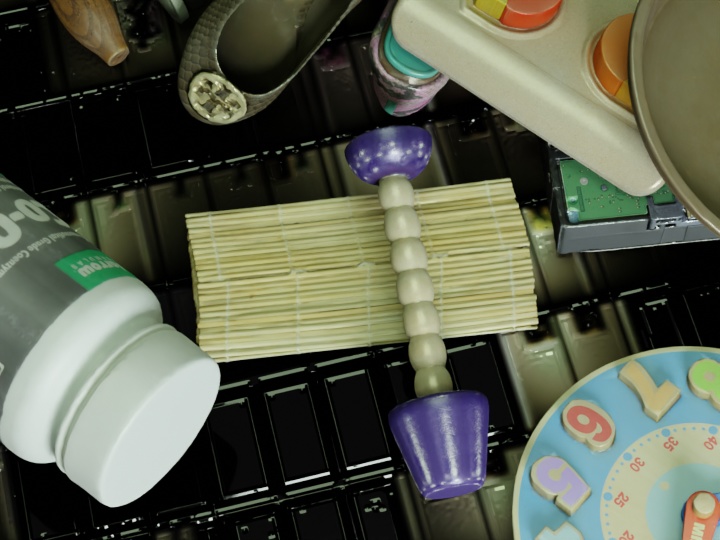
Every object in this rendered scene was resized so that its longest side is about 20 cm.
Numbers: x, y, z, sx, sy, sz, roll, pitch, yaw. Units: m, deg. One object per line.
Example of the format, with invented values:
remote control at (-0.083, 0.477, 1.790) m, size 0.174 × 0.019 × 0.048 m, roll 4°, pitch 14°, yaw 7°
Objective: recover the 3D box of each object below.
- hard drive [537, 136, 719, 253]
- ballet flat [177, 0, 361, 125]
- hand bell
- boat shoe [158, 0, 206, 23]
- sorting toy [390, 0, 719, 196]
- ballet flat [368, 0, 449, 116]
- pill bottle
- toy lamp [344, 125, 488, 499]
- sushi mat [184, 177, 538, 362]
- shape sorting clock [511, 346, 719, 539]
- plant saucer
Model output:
hard drive at (0.170, -0.110, 1.068) m, size 0.138 × 0.038 × 0.202 m, roll -6°, pitch 61°, yaw -2°
ballet flat at (-0.039, -0.147, 1.021) m, size 0.067 × 0.200 × 0.047 m, roll 35°, pitch 33°, yaw -24°
hand bell at (-0.205, -0.211, 1.118) m, size 0.104 × 0.104 × 0.201 m, roll -34°, pitch 79°, yaw -16°
boat shoe at (-0.134, -0.243, 1.127) m, size 0.060 × 0.072 × 0.202 m, roll -25°, pitch 62°, yaw -7°
sorting toy at (0.141, -0.168, 1.040) m, size 0.184 × 0.037 × 0.201 m, roll 33°, pitch 67°, yaw 4°
ballet flat at (0.052, -0.181, 1.089) m, size 0.069 × 0.071 × 0.201 m, roll 26°, pitch 67°, yaw -5°
pill bottle at (-0.179, 0.030, 0.959) m, size 0.199 × 0.113 × 0.113 m, roll 35°, pitch 68°, yaw 18°
toy lamp at (0.033, 0.023, 0.978) m, size 0.057 × 0.058 × 0.202 m, roll -8°, pitch 72°, yaw -3°
sushi mat at (0.000, 0.000, 1.027) m, size 0.197 × 0.012 × 0.097 m, roll -6°, pitch 62°, yaw -2°
shape sorting clock at (0.179, 0.129, 0.940) m, size 0.197 × 0.039 × 0.202 m, roll 0°, pitch 62°, yaw 1°
plant saucer at (0.232, -0.095, 1.007) m, size 0.198 × 0.029 × 0.202 m, roll 8°, pitch 70°, yaw -22°
